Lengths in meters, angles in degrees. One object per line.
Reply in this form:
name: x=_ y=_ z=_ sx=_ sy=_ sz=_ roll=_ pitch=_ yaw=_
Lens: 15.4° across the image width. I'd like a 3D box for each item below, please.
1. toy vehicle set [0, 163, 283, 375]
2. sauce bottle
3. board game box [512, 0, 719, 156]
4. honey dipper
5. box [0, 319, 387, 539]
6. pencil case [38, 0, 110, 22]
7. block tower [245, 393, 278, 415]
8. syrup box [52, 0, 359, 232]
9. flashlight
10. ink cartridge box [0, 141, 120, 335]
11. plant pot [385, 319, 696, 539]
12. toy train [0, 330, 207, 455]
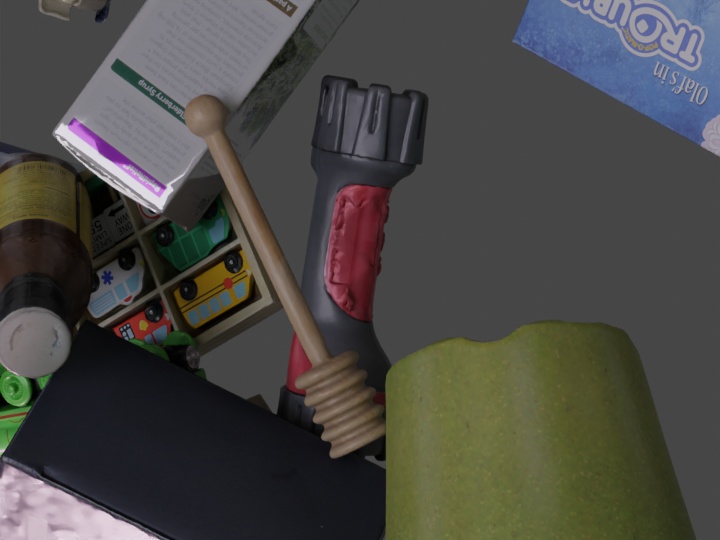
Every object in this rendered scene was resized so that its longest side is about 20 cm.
toy vehicle set: x=-0.139 y=0.004 z=1.537 sx=0.200 sy=0.026 sz=0.125 roll=-30 pitch=77 yaw=30
sauce bottle: x=-0.175 y=-0.003 z=1.434 sx=0.064 sy=0.200 sz=0.065 roll=-2 pitch=112 yaw=-4
board game box: x=0.195 y=-0.162 z=1.323 sx=0.200 sy=0.043 sz=0.200 roll=32 pitch=111 yaw=30
honey dipper: x=-0.042 y=0.001 z=1.391 sx=0.038 sy=0.038 sz=0.201 roll=-26 pitch=89 yaw=34
box: x=-0.107 y=0.165 z=1.434 sx=0.196 sy=0.118 sz=0.200 roll=26 pitch=133 yaw=0
pencil case: x=-0.126 y=-0.236 z=1.528 sx=0.200 sy=0.078 sz=0.090 roll=-49 pitch=45 yaw=27
block tower: x=-0.114 y=0.146 z=1.551 sx=0.200 sy=0.058 sz=0.054 roll=-39 pitch=79 yaw=29
syrup box: x=-0.072 y=-0.125 z=1.446 sx=0.081 sy=0.079 sz=0.200 roll=37 pitch=91 yaw=12
flashlight: x=0.000 y=0.000 z=1.454 sx=0.068 sy=0.067 sz=0.201 roll=-151 pitch=71 yaw=-73
ink cartridge box: x=-0.207 y=0.029 z=1.625 sx=0.196 sy=0.043 sz=0.201 roll=15 pitch=100 yaw=34
plant pot: x=0.088 y=0.130 z=1.341 sx=0.200 sy=0.200 sz=0.185 roll=-19 pitch=70 yaw=35
toy train: x=-0.169 y=0.076 z=1.524 sx=0.199 sy=0.042 sz=0.057 roll=-11 pitch=98 yaw=32
